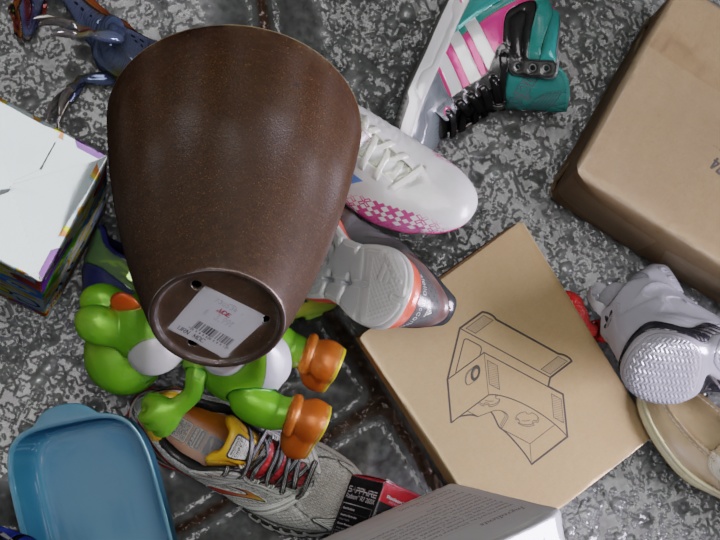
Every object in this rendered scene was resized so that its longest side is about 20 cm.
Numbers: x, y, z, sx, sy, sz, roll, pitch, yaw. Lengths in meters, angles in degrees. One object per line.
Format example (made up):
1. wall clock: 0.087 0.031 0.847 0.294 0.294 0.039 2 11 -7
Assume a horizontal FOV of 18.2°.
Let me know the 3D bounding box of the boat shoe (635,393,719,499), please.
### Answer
1. boat shoe: 0.301 0.148 1.746 0.200 0.065 0.072 44 43 -3

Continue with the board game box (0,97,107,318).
1. board game box: -0.253 -0.044 1.653 0.103 0.200 0.105 28 80 -2

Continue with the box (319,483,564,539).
1. box: 0.048 0.284 1.605 0.199 0.130 0.200 -19 105 -34

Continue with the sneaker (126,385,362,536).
1. sneaker: -0.086 0.147 1.707 0.199 0.082 0.078 21 80 -4

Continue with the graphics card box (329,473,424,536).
1. graphics card box: 0.017 0.268 1.694 0.125 0.051 0.201 26 78 -33

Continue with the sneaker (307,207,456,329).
1. sneaker: 0.000 0.000 1.686 0.082 0.200 0.077 17 104 -38

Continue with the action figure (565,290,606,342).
1. action figure: 0.107 0.037 1.761 0.199 0.052 0.066 8 87 -10

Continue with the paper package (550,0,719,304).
1. paper package: 0.281 -0.091 1.770 0.199 0.103 0.191 31 79 -1

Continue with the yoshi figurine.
1. yoshi figurine: -0.120 0.069 1.653 0.199 0.112 0.112 21 107 -11

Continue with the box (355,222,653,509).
1. box: 0.112 0.090 1.716 0.163 0.021 0.200 -35 97 -20

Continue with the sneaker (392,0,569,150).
1. sneaker: 0.103 -0.140 1.770 0.120 0.084 0.201 23 79 7

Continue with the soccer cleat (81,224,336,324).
1. soccer cleat: -0.115 0.002 1.729 0.199 0.065 0.084 4 93 -4

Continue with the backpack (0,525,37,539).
1. backpack: -0.257 0.275 1.610 0.199 0.163 0.168 22 83 11

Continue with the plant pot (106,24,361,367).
1. plant pot: -0.093 -0.035 1.559 0.186 0.187 0.201 7 44 -5

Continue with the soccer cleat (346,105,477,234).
1. soccer cleat: -0.005 -0.090 1.687 0.199 0.086 0.070 24 67 10

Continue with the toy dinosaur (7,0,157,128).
1. toy dinosaur: -0.188 -0.161 1.759 0.200 0.105 0.182 -13 66 -46

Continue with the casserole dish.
1. casserole dish: -0.193 0.194 1.684 0.121 0.039 0.201 -12 94 18

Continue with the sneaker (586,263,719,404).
1. sneaker: 0.269 0.052 1.740 0.199 0.115 0.075 7 122 -29
